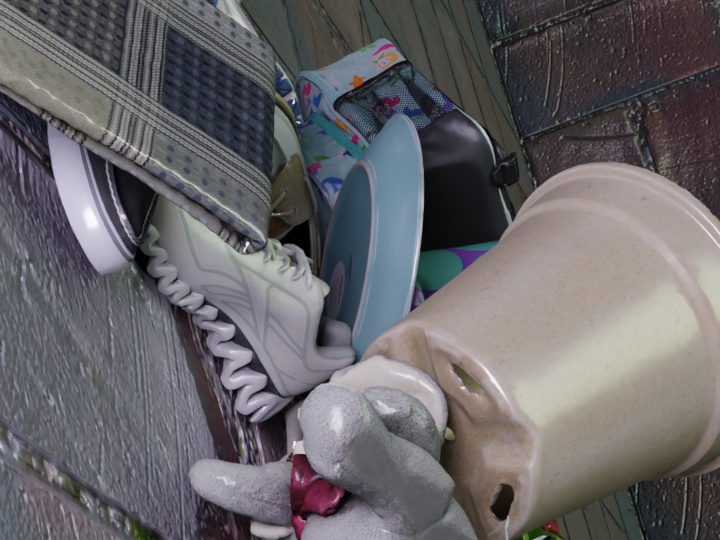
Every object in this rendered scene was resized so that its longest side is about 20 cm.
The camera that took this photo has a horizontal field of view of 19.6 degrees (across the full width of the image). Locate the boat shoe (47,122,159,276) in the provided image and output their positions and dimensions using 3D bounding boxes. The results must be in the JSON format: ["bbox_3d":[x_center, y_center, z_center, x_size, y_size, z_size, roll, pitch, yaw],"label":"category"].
[{"bbox_3d":[-0.120,-0.078,1.101,0.200,0.066,0.070,-96,163,-53],"label":"boat shoe"}]

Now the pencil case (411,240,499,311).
[{"bbox_3d":[0.093,0.020,1.393,0.092,0.200,0.085,-25,-104,64],"label":"pencil case"}]

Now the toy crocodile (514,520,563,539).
[{"bbox_3d":[0.072,0.134,1.271,0.200,0.062,0.068,47,2,25],"label":"toy crocodile"}]

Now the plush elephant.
[{"bbox_3d":[-0.014,0.128,1.081,0.200,0.155,0.165,12,98,-41],"label":"plush elephant"}]

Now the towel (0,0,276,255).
[{"bbox_3d":[-0.126,-0.108,1.039,0.200,0.035,0.193,34,29,-23],"label":"towel"}]

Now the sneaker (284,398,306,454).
[{"bbox_3d":[-0.015,0.160,1.212,0.090,0.075,0.200,54,11,-32],"label":"sneaker"}]

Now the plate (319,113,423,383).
[{"bbox_3d":[0.000,0.000,1.298,0.200,0.026,0.201,-172,-90,-76],"label":"plate"}]

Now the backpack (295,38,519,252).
[{"bbox_3d":[0.019,-0.064,1.496,0.200,0.150,0.178,-121,-169,-52],"label":"backpack"}]

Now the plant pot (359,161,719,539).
[{"bbox_3d":[0.104,0.061,1.188,0.183,0.200,0.201,-27,99,-40],"label":"plant pot"}]

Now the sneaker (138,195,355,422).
[{"bbox_3d":[-0.068,0.000,1.190,0.075,0.081,0.200,-96,162,-46],"label":"sneaker"}]

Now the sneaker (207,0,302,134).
[{"bbox_3d":[-0.094,-0.148,1.349,0.085,0.077,0.200,-99,166,-63],"label":"sneaker"}]

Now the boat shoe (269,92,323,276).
[{"bbox_3d":[-0.062,-0.049,1.318,0.200,0.075,0.069,58,12,-56],"label":"boat shoe"}]

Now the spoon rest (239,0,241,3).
[{"bbox_3d":[-0.109,-0.226,1.464,0.099,0.061,0.200,47,23,-4],"label":"spoon rest"}]
